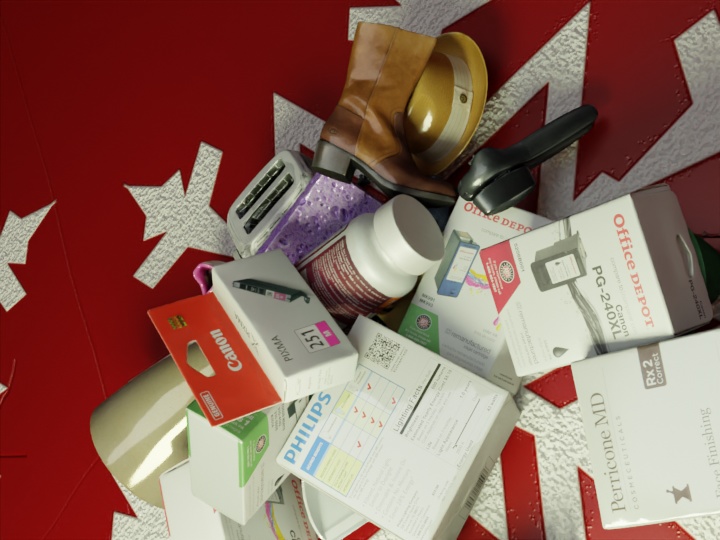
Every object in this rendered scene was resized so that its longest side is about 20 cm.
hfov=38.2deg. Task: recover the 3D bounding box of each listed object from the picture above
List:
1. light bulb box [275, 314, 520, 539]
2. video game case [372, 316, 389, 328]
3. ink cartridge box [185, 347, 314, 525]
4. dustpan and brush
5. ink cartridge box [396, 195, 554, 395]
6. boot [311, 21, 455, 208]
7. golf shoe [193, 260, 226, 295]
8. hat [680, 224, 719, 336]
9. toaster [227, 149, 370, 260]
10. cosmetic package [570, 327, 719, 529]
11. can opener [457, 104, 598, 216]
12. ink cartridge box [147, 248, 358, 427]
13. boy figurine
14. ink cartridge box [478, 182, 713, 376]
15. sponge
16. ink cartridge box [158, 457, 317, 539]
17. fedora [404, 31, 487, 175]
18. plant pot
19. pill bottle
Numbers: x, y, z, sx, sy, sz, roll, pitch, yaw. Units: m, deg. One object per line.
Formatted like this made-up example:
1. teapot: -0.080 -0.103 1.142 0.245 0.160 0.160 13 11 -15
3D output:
1. light bulb box: 0.047 0.190 1.187 0.199 0.125 0.199 27 79 22
2. video game case: -0.013 0.137 1.327 0.182 0.023 0.200 -40 54 -5
3. ink cartridge box: -0.106 0.164 1.196 0.084 0.200 0.147 24 134 23
4. dustpan and brush: -0.033 0.224 1.320 0.139 0.057 0.201 -36 47 12
5. ink cartridge box: 0.153 0.023 1.239 0.145 0.087 0.202 25 88 38
6. boot: 0.054 -0.190 1.276 0.186 0.068 0.202 19 83 12
7. golf shoe: -0.178 0.068 1.461 0.075 0.091 0.201 -42 57 16
8. hat: 0.373 -0.004 1.132 0.199 0.174 0.168 23 118 56
9. toaster: -0.085 -0.074 1.406 0.200 0.129 0.114 -46 45 15
10. cosmetic package: 0.336 0.151 1.007 0.198 0.164 0.167 -18 73 30
11. can opener: 0.200 -0.136 1.233 0.199 0.063 0.079 -34 85 -19
12. ink cartridge box: -0.124 0.068 1.162 0.200 0.172 0.044 51 145 39
13. boy figurine: 0.062 -0.019 1.330 0.124 0.064 0.202 7 75 46
14. ink cartridge box: 0.237 0.013 1.066 0.199 0.083 0.147 -22 82 45
15. sponge: -0.060 -0.029 1.341 0.201 0.111 0.030 -52 22 11
16. ink cartridge box: -0.145 0.318 1.286 0.085 0.199 0.149 -32 59 22
17. fedora: 0.078 -0.220 1.347 0.200 0.081 0.203 -24 59 48
18. plant pot: -0.226 0.185 1.397 0.200 0.187 0.188 -44 55 15
19. pill bottle: 0.000 0.000 1.253 0.199 0.109 0.111 -35 57 32
